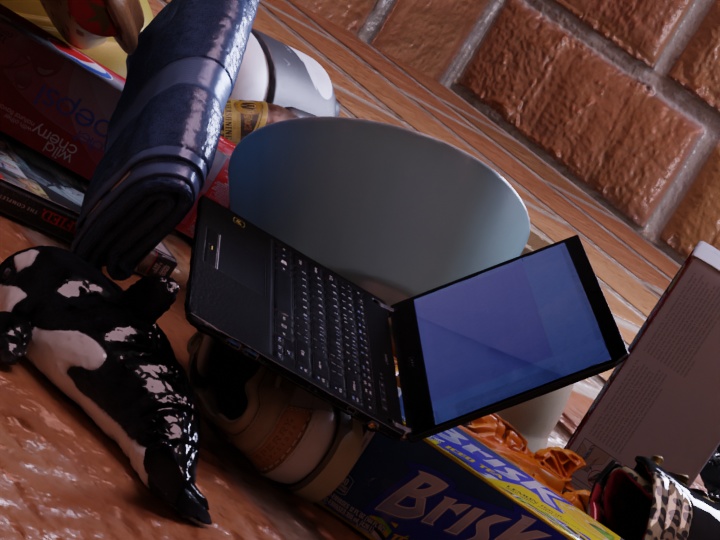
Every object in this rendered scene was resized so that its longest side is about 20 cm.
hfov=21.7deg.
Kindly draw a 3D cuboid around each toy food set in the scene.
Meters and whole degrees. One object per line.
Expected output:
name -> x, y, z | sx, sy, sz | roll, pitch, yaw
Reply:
toy food set -> -0.195, -0.219, 1.159 | 0.199, 0.048, 0.200 | 64, -7, -24

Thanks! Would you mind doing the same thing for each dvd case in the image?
dvd case -> -0.220, -0.065, 1.181 | 0.199, 0.022, 0.146 | 25, 14, -37

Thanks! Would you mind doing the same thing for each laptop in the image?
laptop -> 0.019, 0.003, 0.988 | 0.199, 0.104, 0.177 | 31, 16, -13

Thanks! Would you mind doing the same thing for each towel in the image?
towel -> -0.117, -0.094, 1.129 | 0.048, 0.112, 0.201 | 32, 43, -19

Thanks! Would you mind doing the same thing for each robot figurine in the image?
robot figurine -> -0.101, -0.143, 1.633 | 0.200, 0.149, 0.126 | 18, 54, -57
robot figurine -> 0.050, 0.102, 1.124 | 0.199, 0.058, 0.145 | 31, 9, -15

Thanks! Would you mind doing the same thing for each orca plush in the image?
orca plush -> -0.117, 0.032, 0.901 | 0.105, 0.071, 0.200 | 27, 12, -30

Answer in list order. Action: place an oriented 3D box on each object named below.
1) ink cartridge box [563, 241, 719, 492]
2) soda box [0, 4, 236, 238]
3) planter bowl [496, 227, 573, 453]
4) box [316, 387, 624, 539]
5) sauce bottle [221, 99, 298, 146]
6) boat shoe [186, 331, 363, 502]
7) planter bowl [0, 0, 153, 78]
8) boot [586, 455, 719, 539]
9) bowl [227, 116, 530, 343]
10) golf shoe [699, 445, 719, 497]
ink cartridge box -> 0.209, 0.087, 1.277 | 0.084, 0.201, 0.176 | 33, 10, 8
soda box -> -0.171, -0.096, 1.236 | 0.199, 0.064, 0.070 | 31, 8, -23
planter bowl -> 0.083, 0.026, 1.367 | 0.199, 0.135, 0.200 | 32, 10, -6
box -> 0.077, 0.145, 0.996 | 0.199, 0.065, 0.070 | 33, 10, 3
sauce bottle -> -0.092, -0.090, 1.334 | 0.198, 0.065, 0.065 | 1, 18, -10
boat shoe -> -0.055, 0.045, 1.020 | 0.068, 0.075, 0.200 | 34, 10, -27
planter bowl -> -0.215, -0.181, 1.348 | 0.199, 0.084, 0.200 | 9, 5, -1
boot -> 0.211, 0.143, 1.117 | 0.154, 0.073, 0.204 | 40, 42, -22
bowl -> 0.000, 0.000, 1.182 | 0.199, 0.106, 0.201 | 12, -26, 6
golf shoe -> 0.266, 0.191, 1.317 | 0.077, 0.095, 0.200 | -6, 23, 26
